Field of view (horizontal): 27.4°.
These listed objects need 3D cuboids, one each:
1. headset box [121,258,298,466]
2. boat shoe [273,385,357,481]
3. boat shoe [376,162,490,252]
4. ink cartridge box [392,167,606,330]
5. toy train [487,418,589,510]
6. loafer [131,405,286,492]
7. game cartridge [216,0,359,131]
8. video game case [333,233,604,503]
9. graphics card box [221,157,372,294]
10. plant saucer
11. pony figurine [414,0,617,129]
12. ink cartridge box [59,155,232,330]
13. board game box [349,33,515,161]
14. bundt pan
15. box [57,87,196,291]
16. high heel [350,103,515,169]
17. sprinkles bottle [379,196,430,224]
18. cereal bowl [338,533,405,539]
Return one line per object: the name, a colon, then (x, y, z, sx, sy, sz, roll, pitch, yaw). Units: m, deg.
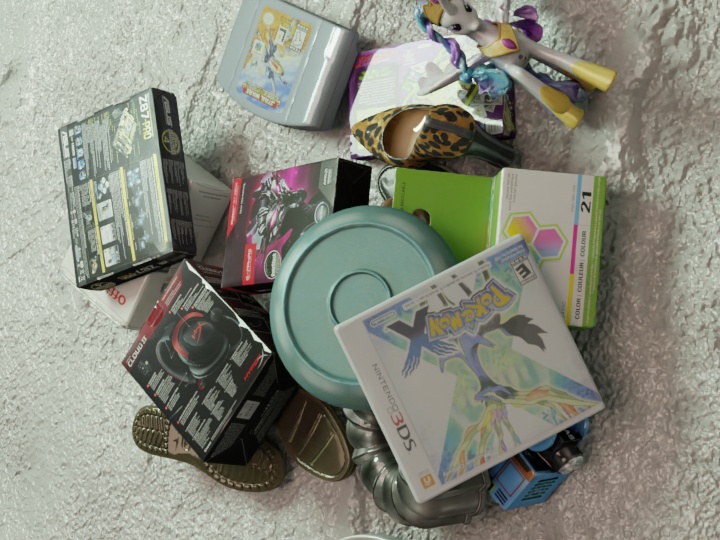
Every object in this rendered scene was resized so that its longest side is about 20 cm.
headset box: (-0.166, 0.094, 1.629, 0.200, 0.075, 0.149, 42, 106, 35)
boat shoe: (-0.060, 0.159, 1.627, 0.200, 0.068, 0.072, 43, 106, 34)
boat shoe: (0.080, -0.064, 1.545, 0.199, 0.066, 0.075, 39, 109, 33)
ink cartridge box: (0.129, -0.024, 1.434, 0.198, 0.076, 0.149, 5, 87, -2)
toy train: (0.140, 0.137, 1.471, 0.114, 0.086, 0.200, -53, 58, 27)
loafer: (-0.167, 0.198, 1.707, 0.199, 0.067, 0.077, 19, 100, 21)
game cartridge: (-0.089, -0.237, 1.691, 0.200, 0.041, 0.134, 31, 101, 44)
video game case: (0.102, 0.091, 1.377, 0.199, 0.022, 0.183, -26, 91, -5)
graphics card box: (-0.070, -0.043, 1.552, 0.199, 0.051, 0.127, -5, 76, 51)
plant saucer: (0.002, 0.033, 1.423, 0.198, 0.027, 0.202, -3, 79, 16)
pony figurine: (0.141, -0.219, 1.443, 0.199, 0.193, 0.167, 30, 96, -2)
ink cartridge box: (-0.261, -0.046, 1.787, 0.145, 0.085, 0.201, 36, 105, 33)
board game box: (0.074, -0.189, 1.586, 0.199, 0.032, 0.121, -5, 87, 36)
bundt pan: (0.046, 0.168, 1.483, 0.202, 0.075, 0.203, 39, 136, 52)
box: (-0.275, -0.093, 1.722, 0.160, 0.049, 0.202, -20, 73, 34)
high heel: (0.044, -0.147, 1.498, 0.199, 0.142, 0.072, 12, 87, 35)
sprinkles bottle: (0.000, 0.000, 1.559, 0.200, 0.068, 0.069, -45, 59, 47)
cereal bowl: (0.026, 0.372, 1.530, 0.199, 0.083, 0.202, -4, 83, 36)
